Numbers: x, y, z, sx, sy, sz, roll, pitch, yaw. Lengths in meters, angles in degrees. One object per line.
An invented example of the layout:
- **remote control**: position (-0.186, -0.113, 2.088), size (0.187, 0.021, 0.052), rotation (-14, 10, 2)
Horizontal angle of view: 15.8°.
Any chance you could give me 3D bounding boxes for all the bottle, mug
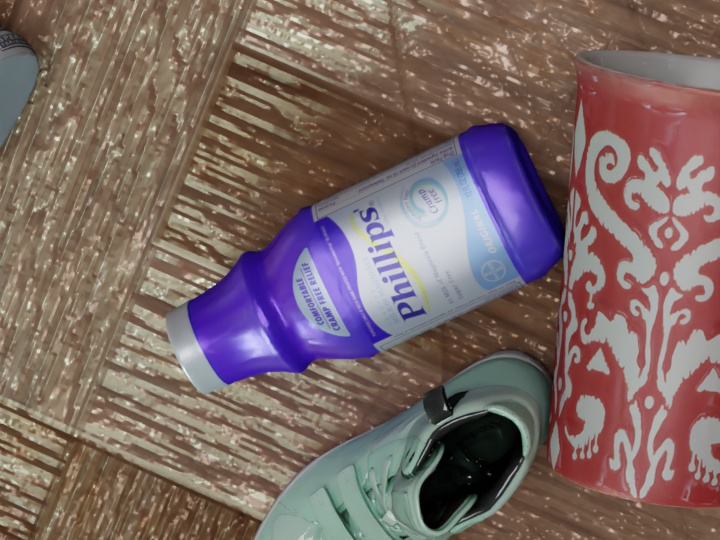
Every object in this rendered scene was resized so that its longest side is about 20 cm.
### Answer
- **bottle**: position (0.000, 0.000, 1.292), size (0.200, 0.065, 0.084), rotation (-25, 94, 11)
- **mug**: position (0.176, 0.007, 1.236), size (0.177, 0.133, 0.200), rotation (10, 101, 9)

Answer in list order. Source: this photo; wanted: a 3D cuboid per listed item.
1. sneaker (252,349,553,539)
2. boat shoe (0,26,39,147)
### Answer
- **sneaker**: position (0.008, 0.118, 1.279), size (0.200, 0.118, 0.074), rotation (-42, 91, 12)
- **boat shoe**: position (-0.238, -0.046, 1.330), size (0.057, 0.069, 0.200), rotation (38, 100, 22)
